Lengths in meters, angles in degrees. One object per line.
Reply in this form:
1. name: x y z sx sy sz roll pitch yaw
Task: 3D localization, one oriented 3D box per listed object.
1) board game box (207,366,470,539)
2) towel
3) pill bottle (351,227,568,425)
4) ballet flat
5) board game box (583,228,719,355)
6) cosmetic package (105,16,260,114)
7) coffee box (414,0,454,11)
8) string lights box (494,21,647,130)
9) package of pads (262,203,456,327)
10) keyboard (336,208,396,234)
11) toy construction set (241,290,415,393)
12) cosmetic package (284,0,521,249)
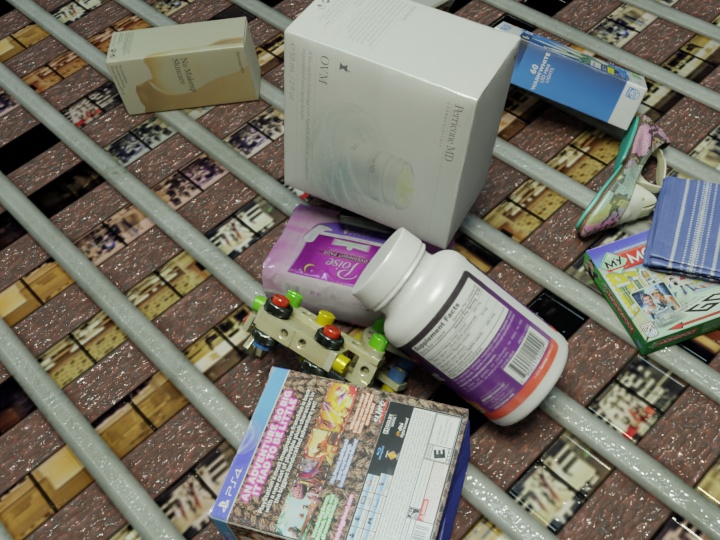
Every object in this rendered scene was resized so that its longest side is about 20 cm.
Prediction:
1. board game box: -0.012 0.199 0.770 0.199 0.097 0.160 11 54 16
2. towel: 0.423 -0.035 0.907 0.199 0.024 0.145 14 53 16
3. pill bottle: 0.093 0.051 0.808 0.200 0.111 0.112 38 60 -6
4. ballet flat: 0.326 -0.107 0.989 0.071 0.069 0.200 31 60 7
5. board game box: 0.369 0.003 0.913 0.199 0.029 0.135 -19 52 -6
6. cosmetic package: -0.252 -0.295 1.195 0.199 0.105 0.071 -6 53 6
7. coffee box: 0.038 -0.333 1.114 0.114 0.200 0.080 -32 88 -16
8. string lights box: 0.258 -0.251 1.054 0.199 0.059 0.103 24 25 6
9. package of pads: 0.000 0.000 0.939 0.199 0.076 0.121 12 50 17
10. keyboard: 0.066 -0.082 0.976 0.127 0.021 0.200 9 26 23
11. toy construction set: -0.043 0.071 0.865 0.199 0.131 0.092 14 100 20
12. cosmetic package: 0.034 -0.158 0.844 0.199 0.200 0.123 22 51 14
